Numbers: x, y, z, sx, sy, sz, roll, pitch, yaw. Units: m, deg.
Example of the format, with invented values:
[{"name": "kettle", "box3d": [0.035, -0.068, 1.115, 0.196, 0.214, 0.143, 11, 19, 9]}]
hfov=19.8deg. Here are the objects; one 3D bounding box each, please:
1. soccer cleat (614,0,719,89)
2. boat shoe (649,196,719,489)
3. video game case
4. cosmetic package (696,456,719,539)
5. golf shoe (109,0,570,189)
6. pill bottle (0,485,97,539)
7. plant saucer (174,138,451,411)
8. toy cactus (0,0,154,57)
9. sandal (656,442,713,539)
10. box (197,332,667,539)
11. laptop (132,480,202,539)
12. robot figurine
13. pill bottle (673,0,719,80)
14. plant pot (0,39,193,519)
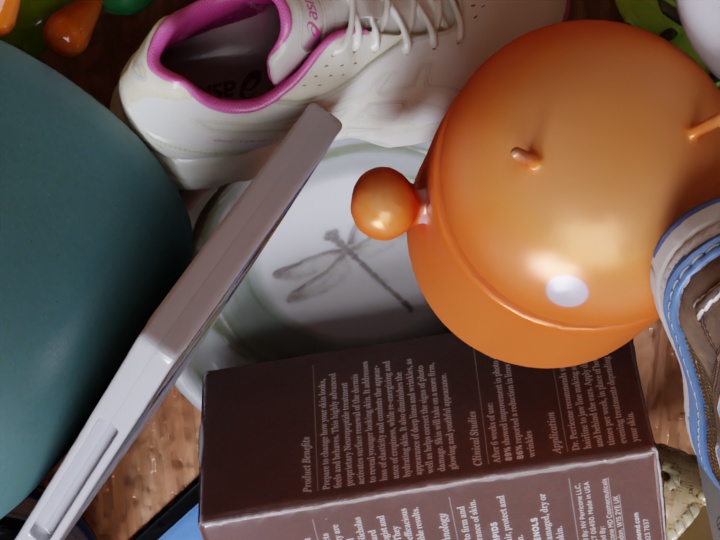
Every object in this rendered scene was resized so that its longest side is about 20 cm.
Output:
[{"name": "soccer cleat", "box3d": [0.203, -0.094, 0.884, 0.199, 0.084, 0.065, 25, 163, -4]}, {"name": "boat shoe", "box3d": [0.154, 0.061, 0.737, 0.072, 0.073, 0.200, -27, 136, 10]}, {"name": "video game case", "box3d": [-0.080, 0.036, 0.823, 0.018, 0.143, 0.200, 35, 138, -1]}, {"name": "cosmetic package", "box3d": [0.225, 0.050, 0.858, 0.073, 0.104, 0.201, 18, 126, -17]}, {"name": "golf shoe", "box3d": [-0.003, -0.090, 0.826, 0.199, 0.076, 0.092, -20, 166, -11]}, {"name": "pill bottle", "box3d": [-0.171, 0.165, 0.955, 0.111, 0.200, 0.113, 0, 93, -7]}, {"name": "plant saucer", "box3d": [0.000, 0.000, 0.944, 0.199, 0.050, 0.201, -1, 127, -1]}, {"name": "toy cactus", "box3d": [-0.078, -0.153, 0.814, 0.164, 0.103, 0.201, 9, 126, -33]}, {"name": "sandal", "box3d": [0.125, 0.113, 0.977, 0.211, 0.078, 0.070, 2, 140, 37]}, {"name": "box", "box3d": [0.031, 0.087, 0.918, 0.198, 0.100, 0.075, -8, 128, 4]}, {"name": "laptop", "box3d": [-0.030, 0.210, 1.068, 0.177, 0.201, 0.103, -43, 155, 28]}, {"name": "robot figurine", "box3d": [0.077, -0.026, 0.787, 0.143, 0.200, 0.117, 33, 77, 1]}, {"name": "pill bottle", "box3d": [0.164, -0.131, 0.757, 0.111, 0.201, 0.113, -2, 128, -2]}, {"name": "plant pot", "box3d": [-0.190, 0.018, 0.832, 0.199, 0.162, 0.201, 18, 150, 11]}]
